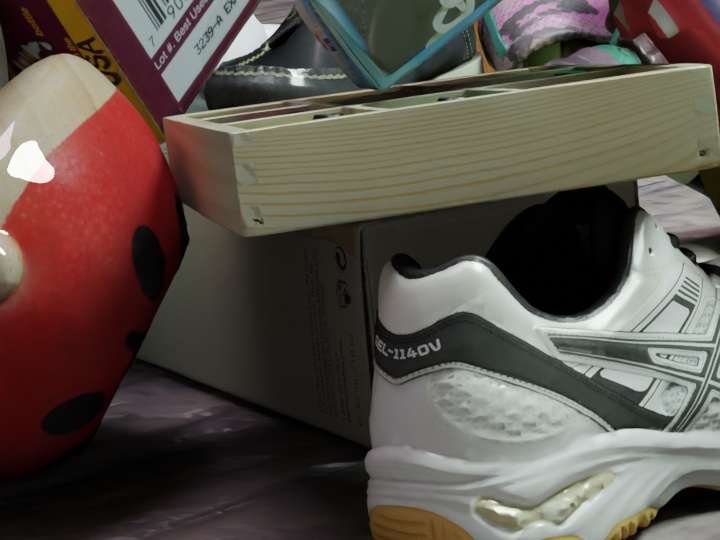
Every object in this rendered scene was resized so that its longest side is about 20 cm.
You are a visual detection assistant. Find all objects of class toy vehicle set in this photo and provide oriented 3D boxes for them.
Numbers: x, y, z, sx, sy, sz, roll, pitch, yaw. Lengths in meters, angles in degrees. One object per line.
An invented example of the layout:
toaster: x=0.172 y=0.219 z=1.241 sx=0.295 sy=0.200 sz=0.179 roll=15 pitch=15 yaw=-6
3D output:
toy vehicle set: x=0.015 y=-0.037 z=0.790 sx=0.123 sy=0.027 sz=0.200 roll=-8 pitch=5 yaw=-8

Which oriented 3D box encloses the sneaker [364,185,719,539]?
sneaker: x=0.080 y=0.017 z=0.755 sx=0.075 sy=0.088 sz=0.199 roll=2 pitch=11 yaw=41

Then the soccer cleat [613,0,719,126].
soccer cleat: x=0.150 y=-0.040 z=0.766 sx=0.077 sy=0.200 sz=0.067 roll=-47 pitch=8 yaw=-3

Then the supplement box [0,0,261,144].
supplement box: x=-0.133 y=-0.121 z=1.008 sx=0.199 sy=0.086 sz=0.111 roll=9 pitch=54 yaw=39

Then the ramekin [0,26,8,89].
ramekin: x=-0.186 y=-0.032 z=0.886 sx=0.094 sy=0.204 sz=0.202 roll=12 pitch=15 yaw=16

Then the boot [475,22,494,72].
boot: x=0.035 y=-0.129 z=1.251 sx=0.068 sy=0.201 sz=0.188 roll=-3 pitch=10 yaw=11

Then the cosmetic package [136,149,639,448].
cosmetic package: x=0.000 y=0.000 z=0.928 sx=0.103 sy=0.074 sz=0.200 roll=-11 pitch=13 yaw=-27

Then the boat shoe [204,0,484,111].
boat shoe: x=-0.009 y=-0.084 z=1.003 sx=0.071 sy=0.068 sz=0.200 roll=2 pitch=14 yaw=19

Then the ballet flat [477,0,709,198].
ballet flat: x=0.135 y=-0.054 z=1.096 sx=0.199 sy=0.069 sz=0.071 roll=22 pitch=36 yaw=-18

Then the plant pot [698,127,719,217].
plant pot: x=0.183 y=-0.056 z=0.901 sx=0.199 sy=0.201 sz=0.142 roll=-8 pitch=-16 yaw=-13

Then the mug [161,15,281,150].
mug: x=-0.078 y=-0.066 z=1.119 sx=0.199 sy=0.149 sz=0.175 roll=-8 pitch=21 yaw=-22

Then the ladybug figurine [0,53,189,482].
ladybug figurine: x=-0.097 y=0.007 z=0.822 sx=0.072 sy=0.136 sz=0.200 roll=27 pitch=0 yaw=-3

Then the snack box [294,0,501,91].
snack box: x=0.070 y=-0.125 z=0.806 sx=0.200 sy=0.037 sz=0.116 roll=-38 pitch=5 yaw=0

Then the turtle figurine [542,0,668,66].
turtle figurine: x=0.133 y=-0.103 z=1.027 sx=0.100 sy=0.151 sz=0.200 roll=-2 pitch=11 yaw=35
